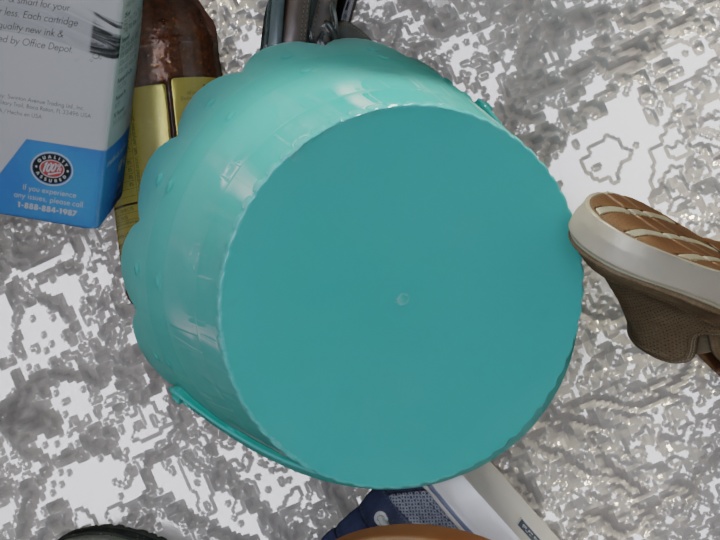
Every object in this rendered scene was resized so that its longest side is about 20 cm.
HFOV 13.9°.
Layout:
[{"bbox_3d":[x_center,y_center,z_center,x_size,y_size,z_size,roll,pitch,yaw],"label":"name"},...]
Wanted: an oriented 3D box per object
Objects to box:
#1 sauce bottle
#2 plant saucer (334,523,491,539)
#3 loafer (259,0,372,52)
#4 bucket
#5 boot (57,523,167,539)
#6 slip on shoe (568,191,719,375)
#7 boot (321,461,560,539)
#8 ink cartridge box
[{"bbox_3d":[-0.095,-0.084,1.454,0.065,0.066,0.202,-6,85,5],"label":"sauce bottle"},{"bbox_3d":[0.043,0.208,1.403,0.199,0.032,0.202,10,119,19],"label":"plant saucer"},{"bbox_3d":[-0.016,-0.129,1.448,0.062,0.072,0.202,4,86,0],"label":"loafer"},{"bbox_3d":[0.000,0.000,1.370,0.206,0.135,0.209,-4,104,-18],"label":"bucket"},{"bbox_3d":[-0.113,0.186,1.379,0.199,0.130,0.068,18,118,35],"label":"boot"},{"bbox_3d":[0.148,0.014,1.367,0.076,0.200,0.061,38,101,26],"label":"slip on shoe"},{"bbox_3d":[0.072,0.178,1.432,0.090,0.073,0.200,-43,81,15],"label":"boot"},{"bbox_3d":[-0.160,-0.131,1.375,0.115,0.068,0.202,9,106,4],"label":"ink cartridge box"}]
